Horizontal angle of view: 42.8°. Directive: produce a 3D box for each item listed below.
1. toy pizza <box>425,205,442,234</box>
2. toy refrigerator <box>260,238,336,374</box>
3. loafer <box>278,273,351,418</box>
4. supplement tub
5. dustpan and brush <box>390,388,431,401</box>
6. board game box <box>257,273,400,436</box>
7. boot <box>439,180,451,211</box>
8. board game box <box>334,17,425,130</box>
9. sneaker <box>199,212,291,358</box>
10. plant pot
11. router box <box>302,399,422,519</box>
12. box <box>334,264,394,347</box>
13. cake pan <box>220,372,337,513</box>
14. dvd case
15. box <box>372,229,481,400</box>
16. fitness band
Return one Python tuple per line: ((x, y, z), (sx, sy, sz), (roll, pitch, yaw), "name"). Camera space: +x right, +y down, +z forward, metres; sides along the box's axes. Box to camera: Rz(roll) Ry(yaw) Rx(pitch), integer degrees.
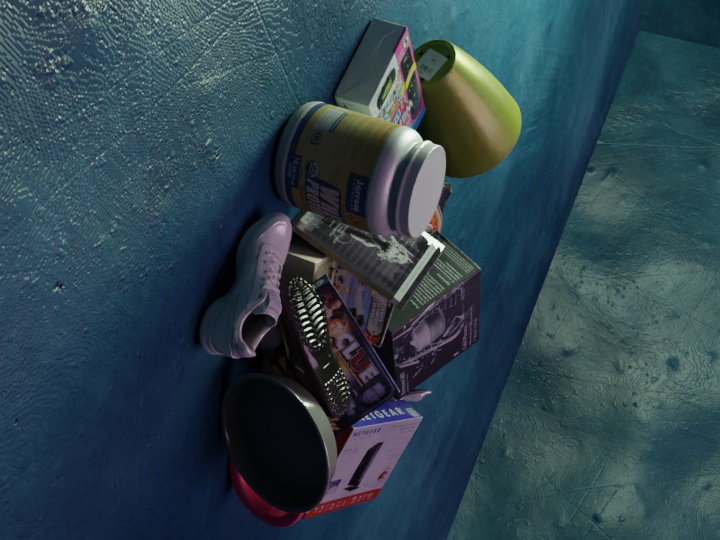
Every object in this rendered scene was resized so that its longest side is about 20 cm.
((0.058, -0.043, 1.546), (0.197, 0.032, 0.202), (-21, 137, -20), "toy pizza")
((-0.087, 0.064, 1.347), (0.076, 0.069, 0.203), (-30, 134, -60), "toy refrigerator")
((-0.080, 0.106, 1.223), (0.073, 0.070, 0.203), (-25, 99, -56), "loafer")
((0.000, -0.132, 1.218), (0.145, 0.197, 0.146), (-51, 152, -42), "supplement tub")
((0.030, 0.239, 1.600), (0.139, 0.196, 0.058), (-172, -99, -77), "dustpan and brush")
((-0.050, 0.126, 1.294), (0.134, 0.202, 0.035), (-34, -162, -2), "board game box")
((0.105, -0.090, 1.705), (0.200, 0.075, 0.171), (-34, 142, -69), "boot")
((0.034, -0.256, 1.400), (0.149, 0.063, 0.201), (-64, 160, -19), "board game box")
((-0.123, 0.023, 1.165), (0.075, 0.098, 0.203), (41, 67, -47), "sneaker")
((0.156, -0.290, 1.561), (0.200, 0.185, 0.190), (45, 65, -52), "plant pot")
((-0.008, 0.302, 1.492), (0.198, 0.049, 0.181), (2, 121, -53), "router box")
((0.000, 0.000, 1.417), (0.040, 0.135, 0.203), (28, 81, -85), "box")
((-0.108, 0.227, 1.238), (0.037, 0.198, 0.203), (-26, 132, -47), "cake pan")
((0.014, -0.047, 1.343), (0.149, 0.199, 0.016), (-51, 174, -43), "dvd case")
((0.096, 0.077, 1.561), (0.195, 0.124, 0.202), (-32, 144, -19), "box")
((-0.122, 0.276, 1.322), (0.037, 0.142, 0.203), (-28, 139, -52), "fitness band")
